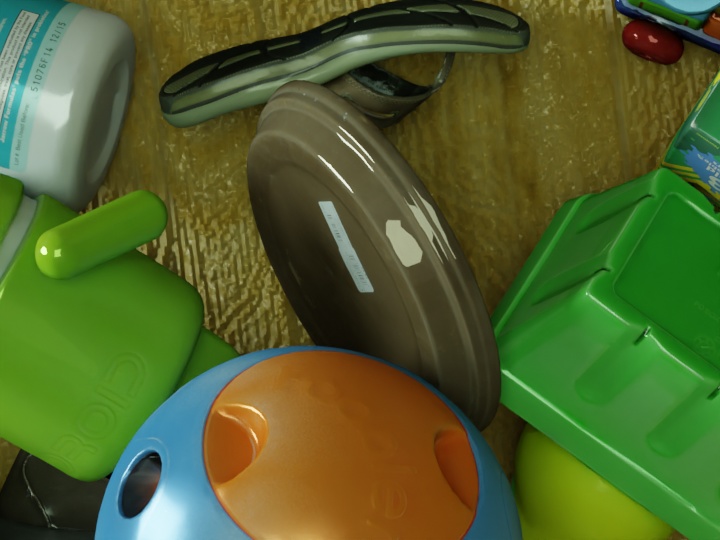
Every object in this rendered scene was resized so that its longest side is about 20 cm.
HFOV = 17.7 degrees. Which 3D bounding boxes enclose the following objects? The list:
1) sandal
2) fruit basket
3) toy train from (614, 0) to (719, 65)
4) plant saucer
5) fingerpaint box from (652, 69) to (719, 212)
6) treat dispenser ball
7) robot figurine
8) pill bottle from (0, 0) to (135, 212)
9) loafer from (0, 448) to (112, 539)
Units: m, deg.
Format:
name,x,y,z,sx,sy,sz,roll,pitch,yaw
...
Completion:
name,x,y,z,sx,sy,sz,roll,pitch,yaw
sandal,-0.006,-0.101,1.223,0.200,0.080,0.058,-14,106,11
fruit basket,0.151,0.073,1.181,0.215,0.216,0.156,32,58,4
toy train,0.230,-0.124,1.172,0.199,0.116,0.085,23,90,5
plant saucer,0.000,0.000,1.157,0.029,0.200,0.200,-29,87,-20
fingerpaint box,0.247,-0.024,1.143,0.200,0.167,0.073,33,80,3
treat dispenser ball,-0.024,0.136,1.079,0.200,0.201,0.202,0,90,5
robot figurine,-0.160,0.029,1.167,0.200,0.175,0.116,32,52,-13
pill bottle,-0.227,-0.106,1.218,0.199,0.111,0.111,17,92,5
loafer,-0.099,0.123,1.226,0.199,0.073,0.072,5,90,4
